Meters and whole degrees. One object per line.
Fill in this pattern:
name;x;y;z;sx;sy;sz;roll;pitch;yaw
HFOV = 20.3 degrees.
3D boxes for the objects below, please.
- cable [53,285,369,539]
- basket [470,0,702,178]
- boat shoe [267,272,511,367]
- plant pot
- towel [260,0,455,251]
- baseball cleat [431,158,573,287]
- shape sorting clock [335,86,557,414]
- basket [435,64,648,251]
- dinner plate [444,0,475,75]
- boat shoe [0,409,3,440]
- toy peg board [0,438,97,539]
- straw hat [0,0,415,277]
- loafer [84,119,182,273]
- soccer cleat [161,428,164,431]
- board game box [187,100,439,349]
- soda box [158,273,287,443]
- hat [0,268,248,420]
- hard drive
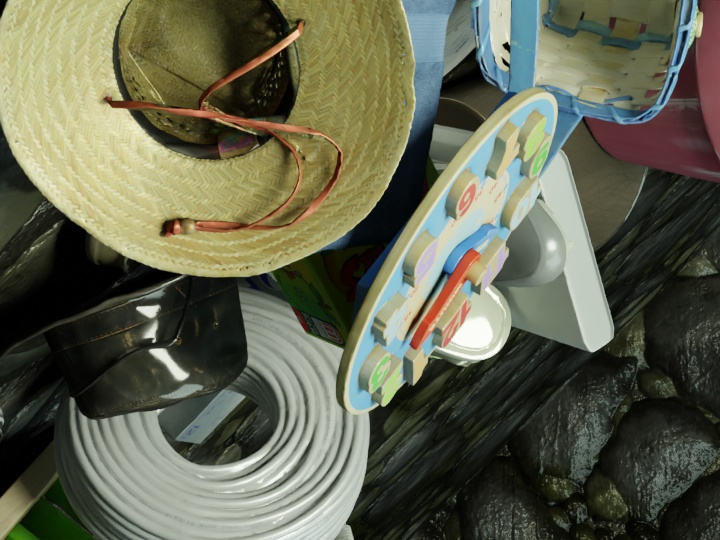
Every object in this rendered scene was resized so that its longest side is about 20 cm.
cable;-0.093;0.103;1.270;0.199;0.201;0.069;4;146;-7
basket;0.130;-0.168;1.189;0.200;0.139;0.177;-44;144;-49
boat shoe;-0.001;0.003;1.294;0.072;0.201;0.060;-65;-171;-13
plant pot;0.259;-0.143;1.415;0.179;0.201;0.200;0;-156;44
towel;-0.001;-0.112;1.007;0.111;0.048;0.201;-4;108;-48
baseball cleat;0.026;-0.036;1.217;0.106;0.200;0.070;-21;129;-45
shape sorting clock;0.049;-0.008;1.071;0.200;0.039;0.200;-53;169;-15
basket;0.109;-0.080;1.476;0.200;0.136;0.181;-14;126;-57
dinner plate;0.055;-0.164;1.292;0.200;0.024;0.200;-42;167;-11
boat shoe;-0.273;0.158;1.203;0.200;0.057;0.069;-47;166;12
toy peg board;-0.236;0.229;1.333;0.199;0.098;0.200;-51;-179;25
straw hat;-0.073;-0.102;0.927;0.201;0.201;0.085;-49;-154;18
loafer;-0.068;-0.063;1.125;0.200;0.068;0.076;-41;166;-14
soccer cleat;-0.067;0.054;1.445;0.200;0.085;0.069;-47;167;7
board game box;-0.020;-0.058;1.083;0.102;0.048;0.200;-50;136;-22
soda box;-0.073;0.027;1.384;0.200;0.068;0.063;-46;167;3
hat;-0.113;0.039;1.150;0.200;0.081;0.201;-26;-178;1
hard drive;0.078;-0.029;1.304;0.027;0.132;0.200;-29;-155;-25
